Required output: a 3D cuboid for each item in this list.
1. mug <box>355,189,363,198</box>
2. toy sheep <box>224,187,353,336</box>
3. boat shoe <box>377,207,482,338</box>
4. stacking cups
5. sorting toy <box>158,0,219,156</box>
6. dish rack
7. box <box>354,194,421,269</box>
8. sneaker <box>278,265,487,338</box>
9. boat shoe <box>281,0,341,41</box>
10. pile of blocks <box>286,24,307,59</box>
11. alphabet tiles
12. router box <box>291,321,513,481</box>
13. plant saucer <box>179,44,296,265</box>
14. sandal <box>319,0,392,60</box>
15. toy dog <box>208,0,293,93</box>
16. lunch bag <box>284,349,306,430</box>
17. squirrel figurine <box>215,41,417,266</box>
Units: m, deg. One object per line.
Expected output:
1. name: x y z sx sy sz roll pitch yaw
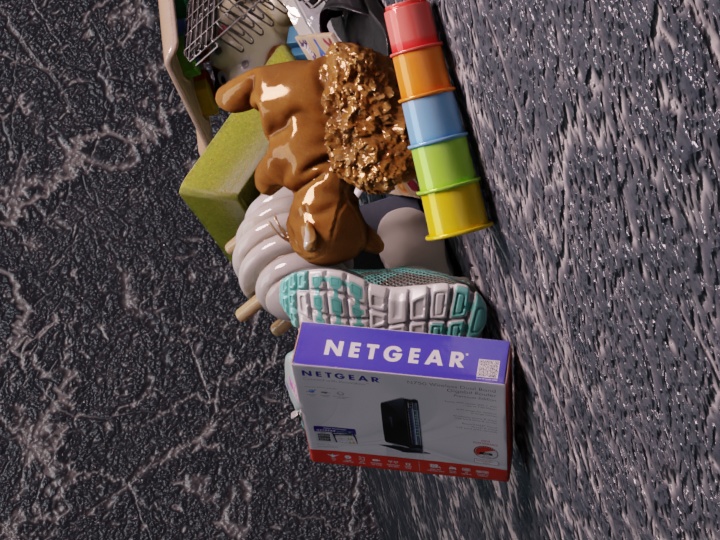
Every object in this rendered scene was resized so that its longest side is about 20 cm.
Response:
1. mug: -0.081 -0.157 1.925 0.200 0.148 0.175 36 -174 -33
2. toy sheep: -0.069 -0.010 1.571 0.138 0.137 0.201 83 173 -56
3. boat shoe: 0.073 0.021 1.566 0.200 0.072 0.069 57 164 38
4. stacking cups: 0.065 -0.129 1.302 0.061 0.060 0.201 -156 55 -82
5. sorting toy: -0.201 -0.260 1.812 0.200 0.036 0.186 76 -177 -56
6. dish rack: -0.116 -0.308 1.677 0.054 0.200 0.154 33 -141 -32
7. box: 0.000 0.000 1.743 0.200 0.148 0.108 109 143 -79
8. sneaker: 0.023 0.029 1.470 0.091 0.199 0.078 -60 -23 -72
9. boat shoe: -0.031 -0.268 1.695 0.201 0.071 0.070 63 -173 29
10. pile of blocks: -0.035 -0.238 1.792 0.082 0.062 0.201 -52 -49 -50
11. alphabet tiles: 0.002 -0.159 1.597 0.200 0.006 0.166 58 164 -19
12. router box: 0.043 0.126 1.459 0.180 0.199 0.049 81 -163 -53
13. plant saucer: -0.092 -0.111 1.678 0.048 0.200 0.200 27 165 26
14. sandal: -0.009 -0.248 1.557 0.201 0.048 0.076 -126 34 -60
15. toy dog: -0.120 -0.285 1.845 0.194 0.139 0.201 55 -140 -39
16. lunch bag: 0.013 0.110 1.674 0.160 0.199 0.077 100 151 -72
17. squirrel figurine: -0.023 -0.105 1.452 0.200 0.141 0.188 -23 68 44
